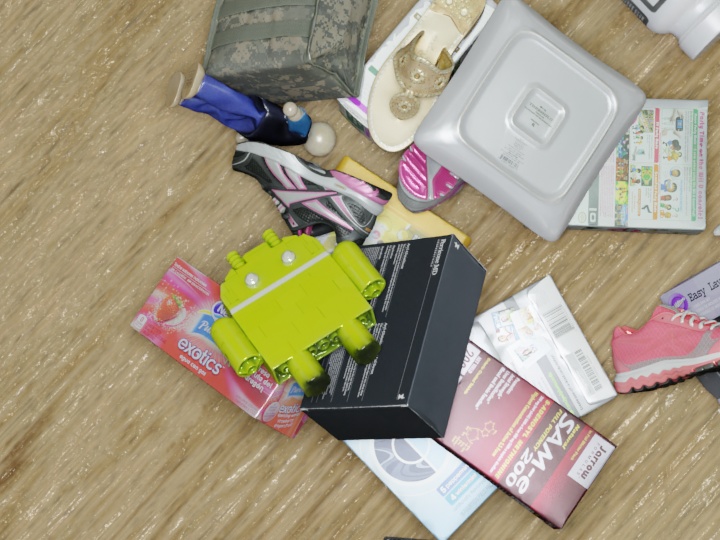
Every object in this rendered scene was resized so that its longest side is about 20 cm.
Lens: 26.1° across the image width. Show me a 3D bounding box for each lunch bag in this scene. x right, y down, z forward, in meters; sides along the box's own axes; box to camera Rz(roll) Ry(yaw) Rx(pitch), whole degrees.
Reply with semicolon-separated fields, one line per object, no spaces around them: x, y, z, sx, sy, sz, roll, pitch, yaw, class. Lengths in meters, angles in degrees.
-0.072;-0.295;1.722;0.163;0.117;0.202;0;70;36;lunch bag

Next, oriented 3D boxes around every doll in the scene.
-0.111;-0.170;1.723;0.199;0.136;0.049;21;70;-31;doll

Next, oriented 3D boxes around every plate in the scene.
0.188;-0.165;1.676;0.199;0.032;0.201;35;85;-10;plate

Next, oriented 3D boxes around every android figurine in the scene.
-0.068;0.036;1.598;0.181;0.041;0.200;-30;55;-10;android figurine

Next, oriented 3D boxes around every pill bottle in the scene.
0.338;-0.339;1.736;0.116;0.116;0.200;-42;85;-3;pill bottle

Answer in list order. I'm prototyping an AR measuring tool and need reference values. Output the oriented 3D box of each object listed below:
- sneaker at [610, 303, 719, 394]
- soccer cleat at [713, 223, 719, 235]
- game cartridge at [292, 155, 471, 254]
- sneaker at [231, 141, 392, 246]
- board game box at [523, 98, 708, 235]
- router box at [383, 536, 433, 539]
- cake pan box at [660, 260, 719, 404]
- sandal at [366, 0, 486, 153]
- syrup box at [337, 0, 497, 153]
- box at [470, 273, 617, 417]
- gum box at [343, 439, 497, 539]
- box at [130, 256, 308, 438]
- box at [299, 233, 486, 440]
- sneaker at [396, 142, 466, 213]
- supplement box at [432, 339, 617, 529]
0.349;0.073;1.670;0.199;0.073;0.087;-21;77;39;sneaker
0.453;0.027;1.723;0.086;0.070;0.202;-19;84;20;soccer cleat
0.000;0.000;1.753;0.176;0.032;0.201;33;84;5;game cartridge
-0.068;-0.081;1.719;0.199;0.080;0.087;23;92;31;sneaker
0.286;-0.118;1.740;0.198;0.064;0.149;3;85;4;board game box
0.117;0.379;1.696;0.198;0.052;0.159;3;84;3;router box
0.441;0.063;1.668;0.200;0.052;0.185;-33;80;43;cake pan box
0.069;-0.231;1.676;0.077;0.070;0.213;30;86;4;sandal
0.065;-0.236;1.752;0.081;0.079;0.200;41;87;5;syrup box
0.162;0.121;1.729;0.199;0.041;0.157;-30;83;-2;box
0.079;0.164;1.686;0.170;0.045;0.200;-44;83;-2;gum box
-0.136;0.084;1.681;0.199;0.103;0.095;33;85;30;box
0.036;0.071;1.615;0.140;0.079;0.201;-7;54;39;box
0.104;-0.137;1.739;0.200;0.088;0.081;-39;85;-27;sneaker
0.156;0.170;1.628;0.199;0.061;0.109;35;84;5;supplement box
